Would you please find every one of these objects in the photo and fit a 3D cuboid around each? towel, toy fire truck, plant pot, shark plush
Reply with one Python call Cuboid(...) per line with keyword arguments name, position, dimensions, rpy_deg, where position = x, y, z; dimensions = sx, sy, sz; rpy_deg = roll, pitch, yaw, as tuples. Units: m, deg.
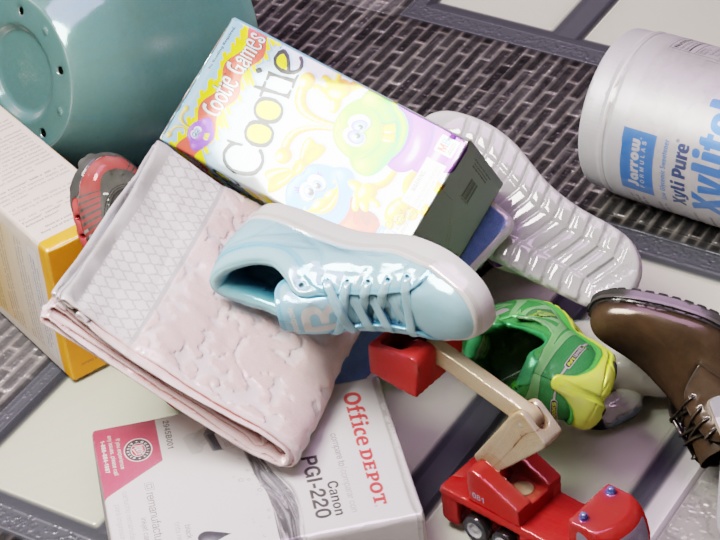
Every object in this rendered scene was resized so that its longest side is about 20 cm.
Cuboid(name="towel", position=(-0.093, 0.018, 1.645), dimensions=(0.191, 0.032, 0.200), rpy_deg=(32, 40, -5))
Cuboid(name="toy fire truck", position=(0.099, 0.119, 1.603), dimensions=(0.200, 0.141, 0.049), rpy_deg=(25, 48, 33))
Cuboid(name="plant pot", position=(-0.203, -0.169, 1.925), dimensions=(0.201, 0.201, 0.161), rpy_deg=(29, 33, 36))
Cuboid(name="shark plush", position=(0.230, 0.047, 1.742), dimensions=(0.200, 0.091, 0.083), rpy_deg=(-12, 7, 2))

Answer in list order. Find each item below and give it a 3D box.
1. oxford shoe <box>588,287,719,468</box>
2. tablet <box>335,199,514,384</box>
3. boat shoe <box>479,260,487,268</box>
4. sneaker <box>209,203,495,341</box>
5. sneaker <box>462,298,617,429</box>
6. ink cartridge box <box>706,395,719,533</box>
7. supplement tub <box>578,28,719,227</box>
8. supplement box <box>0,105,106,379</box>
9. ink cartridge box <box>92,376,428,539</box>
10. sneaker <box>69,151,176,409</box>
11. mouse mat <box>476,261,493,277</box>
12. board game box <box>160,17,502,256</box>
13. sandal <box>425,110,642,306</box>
Cuboid(name="oxford shoe", position=(0.231, 0.082, 1.649), dimensions=(0.200, 0.073, 0.084), rpy_deg=(32, 62, 7))
Cuboid(name="tablet", position=(0.000, 0.000, 1.767), dimensions=(0.130, 0.014, 0.200), rpy_deg=(42, 90, 22))
Cuboid(name="boat shoe", position=(0.068, -0.034, 1.836), dimensions=(0.201, 0.070, 0.072), rpy_deg=(20, 70, -12))
Cuboid(name="sneaker", position=(-0.010, 0.019, 1.585), dimensions=(0.200, 0.074, 0.082), rpy_deg=(14, 47, 36))
Cuboid(name="sneaker", position=(0.106, 0.052, 1.688), dimensions=(0.084, 0.074, 0.200), rpy_deg=(22, 0, -20))
Cuboid(name="ink cartridge box", position=(0.335, 0.149, 1.576), dimensions=(0.200, 0.084, 0.176), rpy_deg=(-9, 43, -5))
Cuboid(name="supplement tub", position=(0.279, -0.097, 1.860), dimensions=(0.200, 0.132, 0.132), rpy_deg=(18, 44, 28))
Cuboid(name="supplement box", position=(-0.244, -0.027, 1.843), dimensions=(0.074, 0.126, 0.200), rpy_deg=(-29, 45, -25))
Cuboid(name="ink cartridge box", position=(-0.065, 0.159, 1.622), dimensions=(0.200, 0.085, 0.146), rpy_deg=(-9, 39, -8))
Cuboid(name="sneaker", position=(-0.133, 0.007, 1.719), dimensions=(0.071, 0.200, 0.098), rpy_deg=(-30, 13, -23))
Cuboid(name="mouse mat", position=(-0.014, -0.006, 1.884), dimensions=(0.200, 0.008, 0.161), rpy_deg=(24, 47, 31))
Cuboid(name="board game box", position=(-0.020, -0.076, 1.731), dimensions=(0.200, 0.105, 0.103), rpy_deg=(29, 85, 22))
Cuboid(name="sandal", position=(0.112, -0.035, 1.783), dimensions=(0.203, 0.050, 0.082), rpy_deg=(40, 85, 18))
